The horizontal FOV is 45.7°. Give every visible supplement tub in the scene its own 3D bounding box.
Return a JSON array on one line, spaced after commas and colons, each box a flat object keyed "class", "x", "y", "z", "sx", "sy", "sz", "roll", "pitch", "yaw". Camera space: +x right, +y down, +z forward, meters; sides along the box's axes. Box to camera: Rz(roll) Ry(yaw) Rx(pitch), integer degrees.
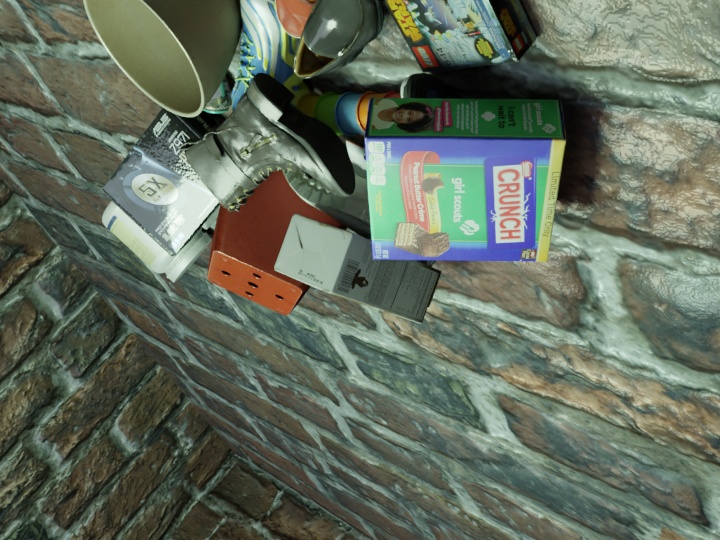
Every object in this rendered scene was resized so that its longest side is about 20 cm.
[{"class": "supplement tub", "x": -0.423, "y": -0.089, "z": 1.787, "sx": 0.200, "sy": 0.146, "sz": 0.145, "roll": 43, "pitch": 157, "yaw": -6}]

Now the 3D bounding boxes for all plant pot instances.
[{"class": "plant pot", "x": -0.124, "y": -0.056, "z": 1.232, "sx": 0.197, "sy": 0.179, "sz": 0.200, "roll": 24, "pitch": 157, "yaw": -6}]

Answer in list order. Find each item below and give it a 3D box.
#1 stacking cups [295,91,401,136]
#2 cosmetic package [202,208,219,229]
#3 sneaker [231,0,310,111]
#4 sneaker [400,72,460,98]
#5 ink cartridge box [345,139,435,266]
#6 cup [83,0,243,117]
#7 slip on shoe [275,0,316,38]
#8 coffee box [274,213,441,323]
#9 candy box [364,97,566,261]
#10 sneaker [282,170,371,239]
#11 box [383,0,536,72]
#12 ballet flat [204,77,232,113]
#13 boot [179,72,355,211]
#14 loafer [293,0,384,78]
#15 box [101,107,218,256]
[{"class": "stacking cups", "x": 0.000, "y": -0.189, "z": 1.056, "sx": 0.198, "sy": 0.061, "sz": 0.061, "roll": 13, "pitch": 145, "yaw": 47}, {"class": "cosmetic package", "x": -0.311, "y": -0.174, "z": 1.555, "sx": 0.101, "sy": 0.074, "sz": 0.201, "roll": 33, "pitch": 157, "yaw": 16}, {"class": "sneaker", "x": -0.123, "y": -0.253, "z": 1.077, "sx": 0.075, "sy": 0.106, "sz": 0.202, "roll": 24, "pitch": 152, "yaw": 33}, {"class": "sneaker", "x": 0.097, "y": -0.133, "z": 0.979, "sx": 0.076, "sy": 0.076, "sz": 0.201, "roll": 0, "pitch": 133, "yaw": 51}, {"class": "ink cartridge box", "x": 0.051, "y": -0.099, "z": 1.148, "sx": 0.108, "sy": 0.050, "sz": 0.202, "roll": 27, "pitch": 152, "yaw": 30}, {"class": "cup", "x": -0.226, "y": -0.320, "z": 1.073, "sx": 0.198, "sy": 0.144, "sz": 0.201, "roll": 33, "pitch": 157, "yaw": 16}, {"class": "slip on shoe", "x": -0.069, "y": -0.319, "z": 0.934, "sx": 0.074, "sy": 0.062, "sz": 0.200, "roll": 38, "pitch": 158, "yaw": 1}, {"class": "coffee box", "x": 0.000, "y": 0.000, "z": 1.126, "sx": 0.113, "sy": 0.081, "sz": 0.198, "roll": 21, "pitch": 180, "yaw": 41}, {"class": "candy box", "x": 0.107, "y": -0.092, "z": 0.897, "sx": 0.195, "sy": 0.078, "sz": 0.171, "roll": 0, "pitch": 136, "yaw": 5}, {"class": "sneaker", "x": -0.021, "y": -0.090, "z": 1.127, "sx": 0.198, "sy": 0.077, "sz": 0.081, "roll": 33, "pitch": 165, "yaw": 22}, {"class": "box", "x": 0.067, "y": -0.285, "z": 0.806, "sx": 0.136, "sy": 0.040, "sz": 0.201, "roll": 10, "pitch": 142, "yaw": 52}, {"class": "ballet flat", "x": -0.266, "y": -0.291, "z": 1.306, "sx": 0.198, "sy": 0.072, "sz": 0.073, "roll": 21, "pitch": 150, "yaw": 39}, {"class": "boot", "x": -0.118, "y": -0.132, "z": 1.082, "sx": 0.200, "sy": 0.069, "sz": 0.174, "roll": 46, "pitch": 124, "yaw": -5}, {"class": "loafer", "x": -0.027, "y": -0.258, "z": 0.920, "sx": 0.073, "sy": 0.072, "sz": 0.200, "roll": 49, "pitch": 166, "yaw": 2}, {"class": "box", "x": -0.298, "y": -0.156, "z": 1.406, "sx": 0.164, "sy": 0.086, "sz": 0.200, "roll": 43, "pitch": 114, "yaw": -7}]
